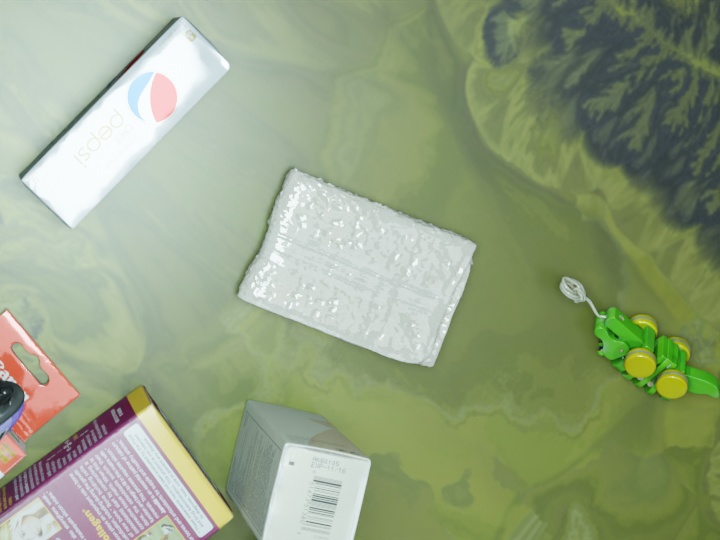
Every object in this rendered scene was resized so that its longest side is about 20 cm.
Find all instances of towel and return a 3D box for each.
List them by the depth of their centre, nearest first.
[{"bbox_3d":[0.000,0.000,1.563,0.199,0.034,0.133,22,90,-14],"label":"towel"}]

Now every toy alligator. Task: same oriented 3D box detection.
[{"bbox_3d":[0.255,0.075,1.623,0.199,0.059,0.054,33,129,-15],"label":"toy alligator"}]

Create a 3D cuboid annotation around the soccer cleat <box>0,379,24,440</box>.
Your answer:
[{"bbox_3d":[-0.359,0.172,1.439,0.200,0.068,0.073,-39,127,-10],"label":"soccer cleat"}]

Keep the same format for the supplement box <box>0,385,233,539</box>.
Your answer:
[{"bbox_3d":[-0.231,0.217,1.498,0.200,0.103,0.131,-35,102,-7],"label":"supplement box"}]

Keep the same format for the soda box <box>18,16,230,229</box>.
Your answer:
[{"bbox_3d":[-0.206,-0.130,1.480,0.064,0.068,0.200,44,86,-14],"label":"soda box"}]

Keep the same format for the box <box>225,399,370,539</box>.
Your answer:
[{"bbox_3d":[-0.058,0.180,1.484,0.077,0.200,0.096,12,94,-14],"label":"box"}]

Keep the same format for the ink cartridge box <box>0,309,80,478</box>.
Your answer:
[{"bbox_3d":[-0.353,0.140,1.487,0.200,0.050,0.109,-40,103,-5],"label":"ink cartridge box"}]
